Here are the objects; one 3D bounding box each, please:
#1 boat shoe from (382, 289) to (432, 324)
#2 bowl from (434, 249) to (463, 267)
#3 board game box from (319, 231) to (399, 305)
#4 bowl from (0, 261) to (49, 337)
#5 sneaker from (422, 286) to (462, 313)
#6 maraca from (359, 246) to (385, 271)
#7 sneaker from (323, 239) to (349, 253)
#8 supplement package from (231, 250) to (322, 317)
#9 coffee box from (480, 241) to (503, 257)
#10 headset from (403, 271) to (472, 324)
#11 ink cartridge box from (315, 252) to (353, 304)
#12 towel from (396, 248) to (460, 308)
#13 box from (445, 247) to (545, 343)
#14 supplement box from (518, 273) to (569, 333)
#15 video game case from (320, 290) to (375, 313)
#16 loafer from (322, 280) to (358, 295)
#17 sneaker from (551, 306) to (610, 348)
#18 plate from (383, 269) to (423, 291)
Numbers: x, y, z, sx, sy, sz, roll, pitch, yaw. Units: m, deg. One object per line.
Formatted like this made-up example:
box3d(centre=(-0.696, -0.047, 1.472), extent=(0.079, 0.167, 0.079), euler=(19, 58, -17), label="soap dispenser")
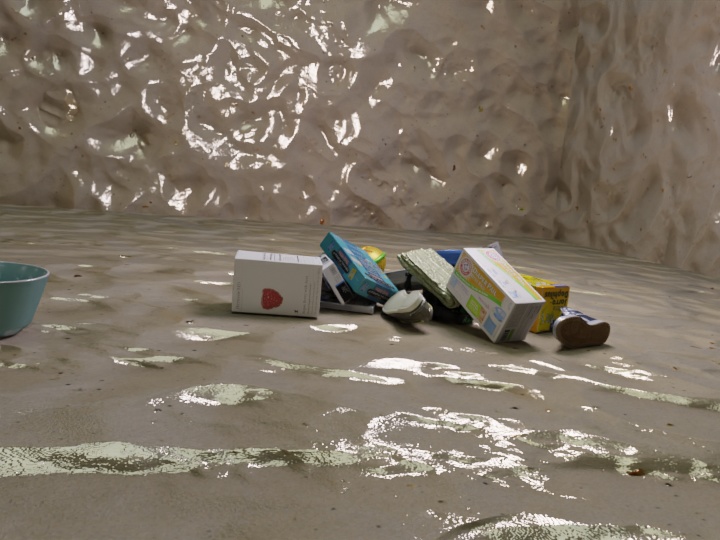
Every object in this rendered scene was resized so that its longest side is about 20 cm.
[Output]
box3d(centre=(0.107, 0.089, 1.600), extent=(0.060, 0.072, 0.201), euler=(44, -13, -11), label="boat shoe")
box3d(centre=(0.223, -0.014, 1.894), extent=(0.195, 0.040, 0.201), euler=(-4, -12, -1), label="bowl")
box3d(centre=(0.000, 0.000, 1.734), extent=(0.150, 0.047, 0.201), euler=(26, 19, -45), label="board game box")
box3d(centre=(-0.646, 0.052, 1.200), extent=(0.195, 0.108, 0.201), euler=(5, 9, -1), label="bowl")
box3d(centre=(0.254, 0.065, 1.807), extent=(0.088, 0.069, 0.198), euler=(-6, 10, -34), label="sneaker")
box3d(centre=(0.009, -0.010, 2.009), extent=(0.135, 0.109, 0.200), euler=(-30, 3, -14), label="maraca")
box3d(centre=(-0.071, -0.023, 1.909), extent=(0.080, 0.073, 0.200), euler=(5, -21, -11), label="sneaker")
box3d(centre=(-0.189, 0.030, 1.575), extent=(0.194, 0.125, 0.120), euler=(4, 9, -8), label="supplement package")
box3d(centre=(0.316, -0.009, 2.028), extent=(0.196, 0.082, 0.113), euler=(-21, -1, 23), label="coffee box")
box3d(centre=(0.191, 0.065, 1.692), extent=(0.197, 0.096, 0.123), euler=(24, 17, 29), label="headset")
box3d(centre=(-0.072, 0.014, 1.709), extent=(0.039, 0.101, 0.200), euler=(-33, 16, -6), label="ink cartridge box")
box3d(centre=(0.189, 0.014, 1.685), extent=(0.199, 0.037, 0.147), euler=(41, 30, 24), label="towel")
box3d(centre=(0.298, 0.051, 1.550), extent=(0.099, 0.114, 0.201), euler=(-1, 37, -35), label="box")
box3d(centre=(0.402, 0.073, 1.720), extent=(0.107, 0.113, 0.198), euler=(-1, 12, -37), label="supplement box")
box3d(centre=(-0.059, 0.074, 1.721), extent=(0.194, 0.019, 0.143), euler=(7, 10, 5), label="video game case")
box3d(centre=(-0.058, 0.023, 1.866), extent=(0.197, 0.073, 0.072), euler=(13, 12, 40), label="loafer")
box3d(centre=(0.466, 0.125, 1.561), extent=(0.197, 0.072, 0.108), euler=(8, 11, -40), label="sneaker")
box3d(centre=(0.148, 0.028, 1.886), extent=(0.195, 0.033, 0.199), euler=(-7, -11, 13), label="plate")
